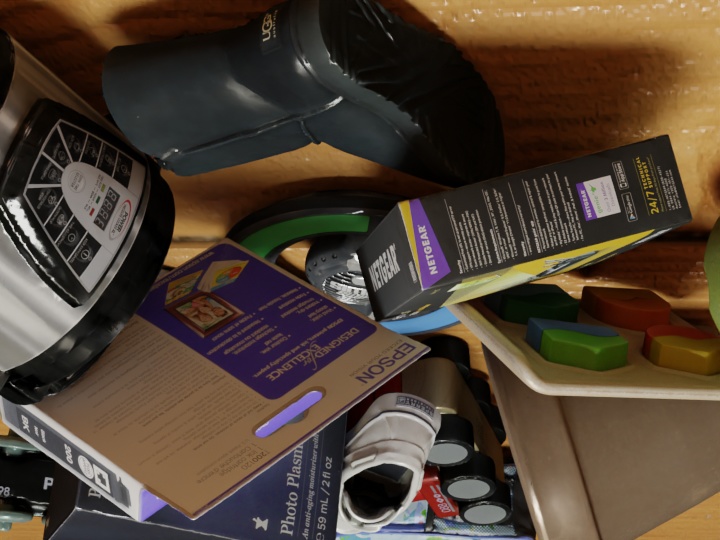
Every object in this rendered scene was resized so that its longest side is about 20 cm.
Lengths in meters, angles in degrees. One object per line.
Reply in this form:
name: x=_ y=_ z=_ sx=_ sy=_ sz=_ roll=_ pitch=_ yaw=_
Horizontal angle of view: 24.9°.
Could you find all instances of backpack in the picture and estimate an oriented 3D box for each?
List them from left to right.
backpack: x=0.064 y=0.254 z=1.531 sx=0.199 sy=0.148 sz=0.183 roll=5 pitch=151 yaw=5

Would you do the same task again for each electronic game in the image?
electronic game: x=0.000 y=0.000 z=1.154 sx=0.199 sy=0.042 sz=0.200 roll=4 pitch=153 yaw=2

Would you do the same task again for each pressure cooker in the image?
pressure cooker: x=-0.207 y=-0.030 z=0.965 sx=0.176 sy=0.179 sz=0.200 roll=-39 pitch=127 yaw=11

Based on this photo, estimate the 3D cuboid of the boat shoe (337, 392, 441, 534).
boat shoe: x=0.003 y=0.164 z=1.244 sx=0.073 sy=0.066 sz=0.200 roll=18 pitch=144 yaw=-3

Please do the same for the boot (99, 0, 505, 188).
boot: x=-0.032 y=-0.091 z=0.944 sx=0.168 sy=0.077 sz=0.200 roll=-11 pitch=154 yaw=36

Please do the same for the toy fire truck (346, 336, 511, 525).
toy fire truck: x=0.011 y=0.134 z=1.356 sx=0.199 sy=0.129 sz=0.176 roll=-12 pitch=145 yaw=15

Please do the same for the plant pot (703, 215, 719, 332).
plant pot: x=0.309 y=-0.007 z=0.962 sx=0.199 sy=0.201 sz=0.190 roll=17 pitch=163 yaw=-23

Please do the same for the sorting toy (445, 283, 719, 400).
sorting toy: x=0.164 y=0.042 z=1.076 sx=0.199 sy=0.037 sz=0.185 roll=8 pitch=-166 yaw=-18

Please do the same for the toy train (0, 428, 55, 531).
toy train: x=-0.237 y=0.179 z=1.352 sx=0.199 sy=0.086 sz=0.114 roll=7 pitch=172 yaw=-10

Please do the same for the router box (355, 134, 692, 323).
router box: x=0.088 y=-0.020 z=0.965 sx=0.157 sy=0.052 sz=0.200 roll=-15 pitch=175 yaw=-8

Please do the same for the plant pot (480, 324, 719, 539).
plant pot: x=0.200 y=0.121 z=1.228 sx=0.174 sy=0.201 sz=0.200 roll=-16 pitch=151 yaw=4

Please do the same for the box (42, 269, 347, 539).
box: x=-0.120 y=0.121 z=1.236 sx=0.198 sy=0.201 sz=0.123 roll=13 pitch=153 yaw=-17

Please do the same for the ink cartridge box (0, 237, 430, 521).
ink cartridge box: x=-0.091 y=0.072 z=1.011 sx=0.200 sy=0.198 sz=0.044 roll=27 pitch=137 yaw=39
